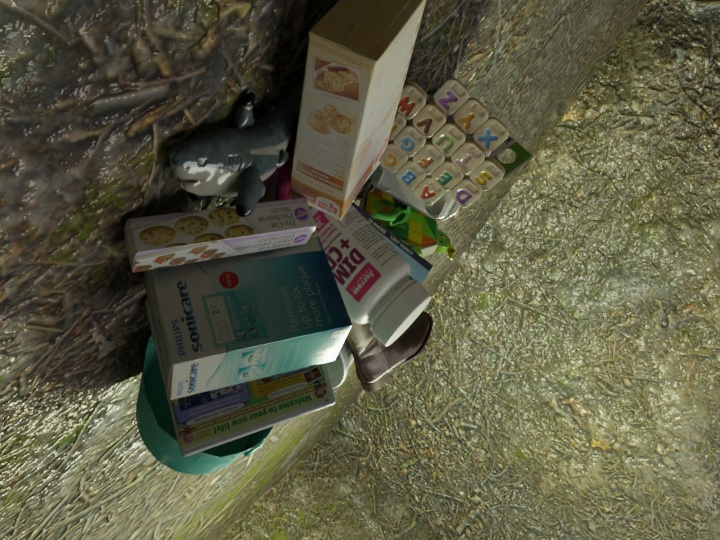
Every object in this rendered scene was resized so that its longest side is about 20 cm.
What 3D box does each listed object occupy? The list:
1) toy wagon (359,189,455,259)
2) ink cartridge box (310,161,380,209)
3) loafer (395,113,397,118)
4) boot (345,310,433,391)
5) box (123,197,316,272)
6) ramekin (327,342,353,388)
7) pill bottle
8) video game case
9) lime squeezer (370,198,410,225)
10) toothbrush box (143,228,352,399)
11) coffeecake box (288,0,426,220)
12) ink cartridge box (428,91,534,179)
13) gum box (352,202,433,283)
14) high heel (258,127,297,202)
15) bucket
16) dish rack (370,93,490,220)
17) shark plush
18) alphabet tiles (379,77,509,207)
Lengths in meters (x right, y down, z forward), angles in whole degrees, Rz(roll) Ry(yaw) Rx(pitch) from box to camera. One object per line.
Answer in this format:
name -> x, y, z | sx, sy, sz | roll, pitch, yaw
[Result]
toy wagon -> 0.089, -0.078, 1.164 | 0.157, 0.195, 0.040 | -81, -165, -50
ink cartridge box -> -0.063, -0.107, 0.926 | 0.202, 0.043, 0.196 | -53, 168, 8
loafer -> 0.022, -0.216, 0.848 | 0.072, 0.063, 0.200 | -49, 167, -7
boot -> 0.041, 0.073, 1.034 | 0.187, 0.063, 0.203 | -46, 137, -28
box -> -0.141, -0.040, 0.664 | 0.195, 0.042, 0.039 | -10, 157, -31
ramekin -> -0.082, 0.094, 1.096 | 0.098, 0.199, 0.202 | -46, 169, -37
pill bottle -> 0.000, 0.000, 0.904 | 0.113, 0.200, 0.114 | -43, 168, -12
video game case -> -0.143, 0.102, 0.782 | 0.195, 0.188, 0.022 | -14, 175, -22
lime squeezer -> 0.058, -0.110, 1.095 | 0.037, 0.072, 0.201 | -23, -159, 19
toothbrush box -> -0.127, 0.037, 0.707 | 0.194, 0.149, 0.086 | -9, 150, -24
coffeecake box -> -0.006, -0.185, 0.690 | 0.203, 0.071, 0.155 | 106, 10, -49
ink cartridge box -> 0.177, -0.211, 1.089 | 0.147, 0.199, 0.076 | -33, 162, -49
gum box -> 0.016, -0.010, 1.102 | 0.045, 0.168, 0.200 | -52, 180, -26
high heel -> -0.095, -0.084, 0.791 | 0.095, 0.067, 0.203 | -33, 144, -19
bucket -> -0.205, 0.165, 0.865 | 0.206, 0.208, 0.135 | -38, 173, -39
dish rack -> 0.102, -0.169, 1.015 | 0.044, 0.168, 0.202 | -60, 177, -41
shark plush -> -0.103, -0.137, 0.649 | 0.199, 0.090, 0.085 | -39, 135, -22
alphabet tiles -> 0.116, -0.182, 0.951 | 0.195, 0.199, 0.015 | -38, -162, 46
